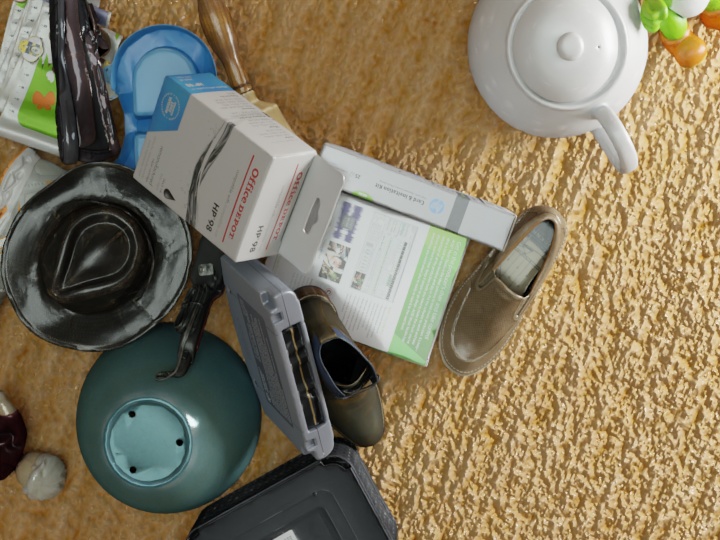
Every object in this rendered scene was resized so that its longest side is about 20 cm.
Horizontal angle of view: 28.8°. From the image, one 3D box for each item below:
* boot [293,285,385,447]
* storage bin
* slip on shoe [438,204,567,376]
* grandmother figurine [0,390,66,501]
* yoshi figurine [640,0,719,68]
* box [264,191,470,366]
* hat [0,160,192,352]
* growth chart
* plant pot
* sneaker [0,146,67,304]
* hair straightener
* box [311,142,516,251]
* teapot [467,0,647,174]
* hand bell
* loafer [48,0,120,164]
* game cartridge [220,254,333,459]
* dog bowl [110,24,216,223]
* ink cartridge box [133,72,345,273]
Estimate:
[{"bbox_3d":[-0.018,0.119,1.427,0.074,0.097,0.202,-29,117,-4],"label":"boot"},{"bbox_3d":[-0.071,0.282,1.473,0.198,0.094,0.136,-29,94,4],"label":"storage bin"},{"bbox_3d":[0.148,0.022,1.456,0.076,0.061,0.201,37,96,-2],"label":"slip on shoe"},{"bbox_3d":[-0.400,0.177,1.496,0.199,0.061,0.122,35,123,-4],"label":"grandmother figurine"},{"bbox_3d":[0.316,-0.290,1.356,0.111,0.113,0.201,-7,138,31],"label":"yoshi figurine"},{"bbox_3d":[0.000,0.000,1.473,0.198,0.036,0.146,20,96,1],"label":"box"},{"bbox_3d":[-0.267,-0.007,1.404,0.197,0.081,0.204,-1,97,-5],"label":"hat"},{"bbox_3d":[-0.317,-0.219,1.463,0.143,0.018,0.203,9,88,0],"label":"growth chart"},{"bbox_3d":[-0.208,0.163,1.446,0.197,0.135,0.203,0,95,3],"label":"plant pot"},{"bbox_3d":[-0.353,-0.021,1.466,0.091,0.076,0.202,23,97,-5],"label":"sneaker"},{"bbox_3d":[-0.167,0.020,1.411,0.040,0.077,0.202,15,60,9],"label":"hair straightener"},{"bbox_3d":[0.053,-0.076,1.403,0.198,0.156,0.042,22,95,-1],"label":"box"},{"bbox_3d":[0.200,-0.217,1.383,0.197,0.146,0.200,15,100,-4],"label":"teapot"},{"bbox_3d":[-0.123,-0.189,1.410,0.103,0.104,0.202,-22,100,4],"label":"hand bell"},{"bbox_3d":[-0.281,-0.208,1.425,0.062,0.072,0.203,-3,86,-19],"label":"loafer"},{"bbox_3d":[-0.086,0.080,1.415,0.040,0.133,0.202,-27,124,-22],"label":"game cartridge"},{"bbox_3d":[-0.199,-0.151,1.458,0.110,0.050,0.203,-1,95,2],"label":"dog bowl"},{"bbox_3d":[-0.119,-0.091,1.344,0.199,0.066,0.117,37,118,28],"label":"ink cartridge box"}]
